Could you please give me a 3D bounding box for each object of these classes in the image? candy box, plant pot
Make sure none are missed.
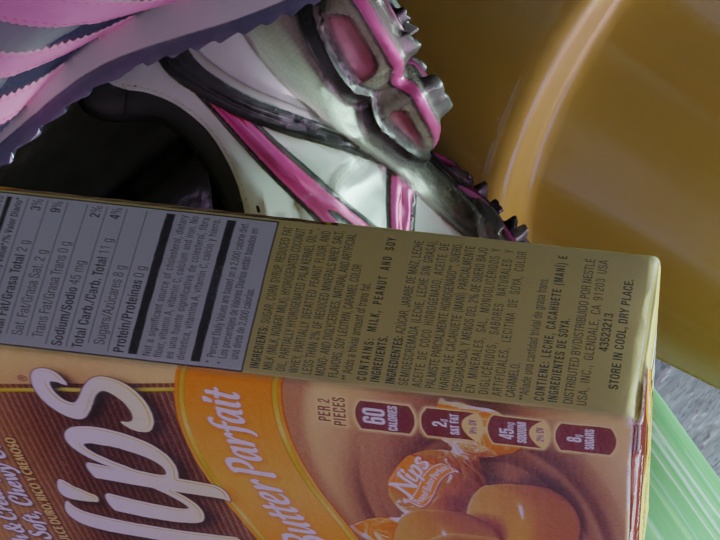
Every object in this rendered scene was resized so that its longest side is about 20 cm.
[{"bbox_3d":[-0.025,0.040,0.738,0.116,0.200,0.055,85,13,-52],"label":"candy box"},{"bbox_3d":[0.130,-0.041,0.860,0.201,0.189,0.201,-34,148,-25],"label":"plant pot"}]

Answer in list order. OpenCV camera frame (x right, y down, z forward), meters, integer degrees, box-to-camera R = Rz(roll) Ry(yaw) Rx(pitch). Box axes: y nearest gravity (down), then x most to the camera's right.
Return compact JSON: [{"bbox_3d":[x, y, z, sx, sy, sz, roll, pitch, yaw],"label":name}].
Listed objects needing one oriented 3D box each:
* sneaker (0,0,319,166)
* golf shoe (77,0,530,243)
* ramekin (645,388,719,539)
[{"bbox_3d":[-0.084,-0.072,0.609,0.200,0.070,0.082,-28,134,24],"label":"sneaker"},{"bbox_3d":[0.000,0.000,0.788,0.092,0.073,0.200,-33,111,-2],"label":"golf shoe"},{"bbox_3d":[0.032,0.110,0.917,0.200,0.098,0.200,-31,179,-1],"label":"ramekin"}]
